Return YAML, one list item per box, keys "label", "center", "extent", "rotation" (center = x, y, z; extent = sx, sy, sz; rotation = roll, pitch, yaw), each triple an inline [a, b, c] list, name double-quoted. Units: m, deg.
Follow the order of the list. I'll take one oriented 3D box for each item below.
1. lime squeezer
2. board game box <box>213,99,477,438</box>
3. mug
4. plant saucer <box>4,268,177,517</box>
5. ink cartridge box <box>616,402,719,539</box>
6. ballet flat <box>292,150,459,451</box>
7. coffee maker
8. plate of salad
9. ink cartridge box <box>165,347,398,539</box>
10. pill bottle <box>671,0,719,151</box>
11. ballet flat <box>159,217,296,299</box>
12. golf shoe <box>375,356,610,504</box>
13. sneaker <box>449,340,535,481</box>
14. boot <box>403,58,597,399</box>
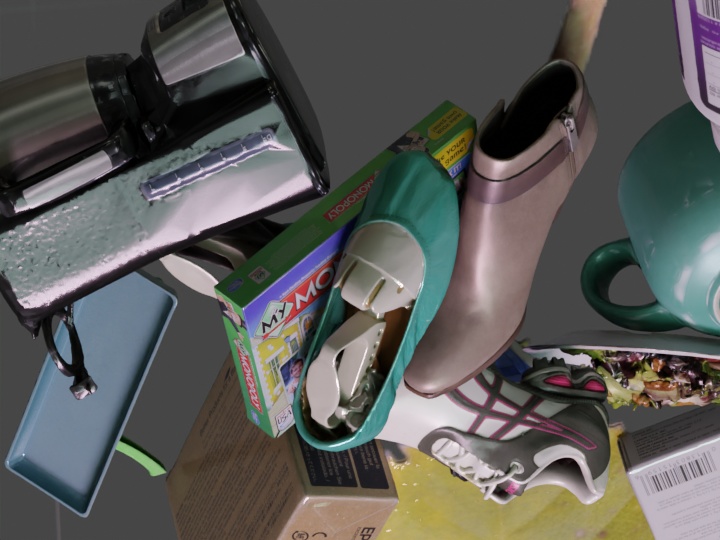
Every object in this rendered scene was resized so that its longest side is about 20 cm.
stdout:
- label: "lime squeezer"
  center: [-0.166, 0.086, 1.517]
  extent: [0.071, 0.038, 0.200]
  rotation: [-4, 136, -8]
- label: "board game box"
  center: [0.000, 0.000, 1.400]
  extent: [0.200, 0.029, 0.135]
  rotation: [-40, 146, -22]
- label: "mug"
  center: [0.250, -0.017, 1.466]
  extent: [0.152, 0.114, 0.185]
  rotation: [5, 135, -22]
- label: "plant saucer"
  center: [-0.177, 0.073, 1.472]
  extent: [0.070, 0.019, 0.200]
  rotation: [32, 124, 9]
- label: "ink cartridge box"
  center: [0.320, 0.167, 1.721]
  extent: [0.200, 0.044, 0.174]
  rotation: [-21, 125, 7]
- label: "ballet flat"
  center: [0.007, 0.027, 1.332]
  extent: [0.067, 0.070, 0.200]
  rotation: [25, 116, 17]
- label: "coffee maker"
  center: [-0.121, -0.056, 1.295]
  extent: [0.200, 0.135, 0.192]
  rotation: [-22, 136, 6]
- label: "plate of salad"
  center: [0.210, 0.073, 1.536]
  extent: [0.200, 0.048, 0.200]
  rotation: [6, 174, 1]
- label: "ink cartridge box"
  center: [-0.058, 0.151, 1.525]
  extent: [0.075, 0.165, 0.200]
  rotation: [5, 136, -24]
- label: "pill bottle"
  center: [0.241, -0.150, 1.317]
  extent: [0.111, 0.112, 0.200]
  rotation: [-16, 140, 1]
- label: "ballet flat"
  center: [-0.069, -0.006, 1.418]
  extent: [0.200, 0.068, 0.068]
  rotation: [18, 154, -31]
- label: "golf shoe"
  center: [0.076, 0.102, 1.439]
  extent: [0.200, 0.088, 0.077]
  rotation: [4, 151, -22]
- label: "sneaker"
  center: [0.070, 0.082, 1.527]
  extent: [0.077, 0.111, 0.200]
  rotation: [-32, 136, 19]
- label: "boot"
  center: [0.082, -0.033, 1.367]
  extent: [0.070, 0.200, 0.146]
  rotation: [24, 154, 16]
